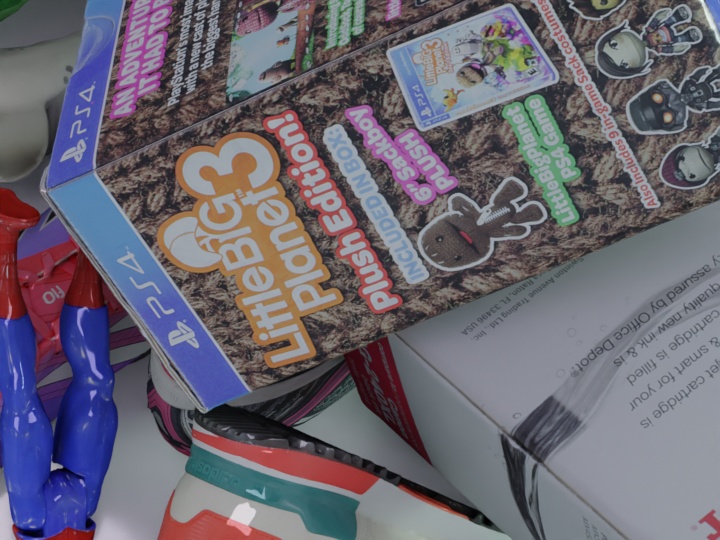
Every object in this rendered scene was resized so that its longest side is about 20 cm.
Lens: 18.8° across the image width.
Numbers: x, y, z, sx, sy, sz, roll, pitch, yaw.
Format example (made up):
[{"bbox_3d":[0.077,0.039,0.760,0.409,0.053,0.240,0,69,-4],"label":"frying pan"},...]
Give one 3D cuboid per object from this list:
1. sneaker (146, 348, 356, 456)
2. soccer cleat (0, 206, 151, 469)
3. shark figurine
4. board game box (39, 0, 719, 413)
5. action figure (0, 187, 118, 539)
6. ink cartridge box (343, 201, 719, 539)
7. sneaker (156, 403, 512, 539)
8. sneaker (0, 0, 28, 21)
[{"bbox_3d":[0.000,0.000,0.819,0.199,0.075,0.081,-26,63,-30],"label":"sneaker"},{"bbox_3d":[-0.115,0.016,0.794,0.068,0.073,0.200,44,73,6],"label":"soccer cleat"},{"bbox_3d":[-0.189,-0.057,0.808,0.213,0.090,0.129,13,39,-12],"label":"shark figurine"},{"bbox_3d":[0.016,-0.071,0.691,0.199,0.097,0.160,-22,33,17],"label":"board game box"},{"bbox_3d":[-0.092,0.080,0.736,0.065,0.099,0.202,-8,113,-34],"label":"action figure"},{"bbox_3d":[0.104,0.033,0.704,0.145,0.084,0.200,-35,48,-17],"label":"ink cartridge box"},{"bbox_3d":[0.003,0.117,0.756,0.199,0.070,0.094,28,83,-41],"label":"sneaker"},{"bbox_3d":[-0.078,-0.148,0.779,0.200,0.074,0.084,-37,52,-8],"label":"sneaker"}]
